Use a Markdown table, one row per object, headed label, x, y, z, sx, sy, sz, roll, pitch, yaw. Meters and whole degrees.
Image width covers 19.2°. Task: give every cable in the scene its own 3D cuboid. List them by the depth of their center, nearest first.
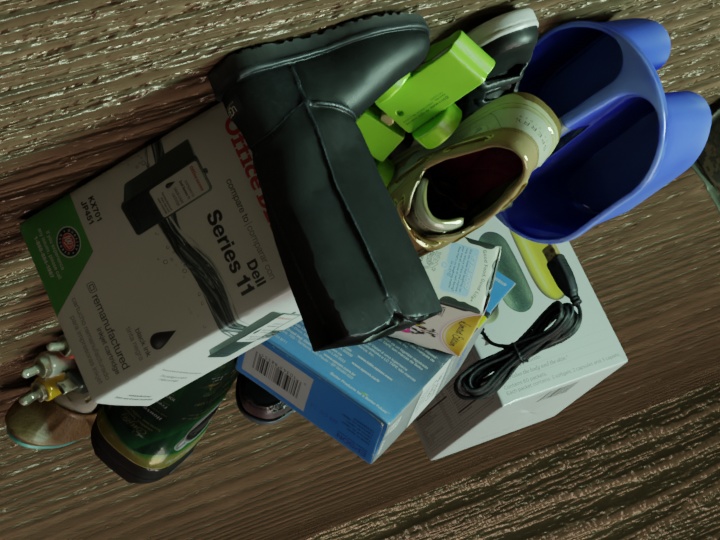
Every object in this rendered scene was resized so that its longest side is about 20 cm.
| label | x | y | z | sx | sy | sz | roll | pitch | yaw |
| --- | --- | --- | --- | --- | --- | --- | --- | --- | --- |
| cable | -0.213 | 0.061 | 1.871 | 0.200 | 0.050 | 0.097 | -27 | 157 | -53 |

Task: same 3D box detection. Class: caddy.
| label | x | y | z | sx | sy | sz | roll | pitch | yaw |
| --- | --- | --- | --- | --- | --- | --- | --- | --- | --- |
| caddy | 0.167 | -0.107 | 1.627 | 0.105 | 0.141 | 0.200 | -16 | 164 | -44 |

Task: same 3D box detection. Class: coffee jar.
| label | x | y | z | sx | sy | sz | roll | pitch | yaw |
| --- | --- | --- | --- | --- | --- | --- | --- | --- | --- |
| coffee jar | -0.159 | 0.094 | 1.836 | 0.104 | 0.085 | 0.200 | -42 | 168 | -48 |

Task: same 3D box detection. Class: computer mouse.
| label | x | y | z | sx | sy | sz | roll | pitch | yaw |
| --- | --- | --- | --- | --- | --- | --- | --- | --- | --- |
| computer mouse | 0.101 | 0.000 | 1.838 | 0.140 | 0.200 | 0.046 | -32 | 152 | 5 |

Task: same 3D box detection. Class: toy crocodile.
| label | x | y | z | sx | sy | sz | roll | pitch | yaw |
| --- | --- | --- | --- | --- | --- | --- | --- | --- | --- |
| toy crocodile | 0.015 | -0.108 | 1.520 | 0.200 | 0.067 | 0.062 | -38 | -155 | 37 |

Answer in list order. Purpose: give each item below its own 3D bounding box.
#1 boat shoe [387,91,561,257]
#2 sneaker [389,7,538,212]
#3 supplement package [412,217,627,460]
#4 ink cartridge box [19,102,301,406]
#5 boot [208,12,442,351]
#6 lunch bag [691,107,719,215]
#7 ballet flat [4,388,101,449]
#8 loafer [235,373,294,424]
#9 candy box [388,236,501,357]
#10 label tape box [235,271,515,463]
| label | x | y | z | sx | sy | sz | roll | pitch | yaw |
| --- | --- | --- | --- | --- | --- | --- | --- | --- | --- |
| boat shoe | 0.056 | -0.055 | 1.528 | 0.200 | 0.074 | 0.066 | -40 | -169 | 37 |
| sneaker | 0.094 | -0.103 | 1.566 | 0.073 | 0.112 | 0.200 | -20 | 168 | -31 |
| supplement package | 0.114 | 0.043 | 1.982 | 0.152 | 0.200 | 0.151 | -17 | 164 | -32 |
| ink cartridge box | -0.114 | -0.014 | 1.473 | 0.200 | 0.147 | 0.083 | -30 | 165 | 18 |
| boot | 0.008 | -0.058 | 1.393 | 0.165 | 0.200 | 0.066 | -18 | 166 | -26 |
| lunch bag | 0.439 | -0.141 | 2.048 | 0.164 | 0.118 | 0.200 | -12 | 156 | -44 |
| ballet flat | -0.241 | 0.112 | 1.942 | 0.200 | 0.068 | 0.072 | -5 | 136 | -56 |
| loafer | -0.049 | 0.043 | 1.864 | 0.200 | 0.072 | 0.063 | -57 | 169 | -32 |
| candy box | 0.000 | 0.000 | 1.680 | 0.200 | 0.061 | 0.136 | 15 | 163 | 0 |
| label tape box | 0.014 | 0.048 | 1.781 | 0.200 | 0.144 | 0.063 | -44 | 162 | -38 |
